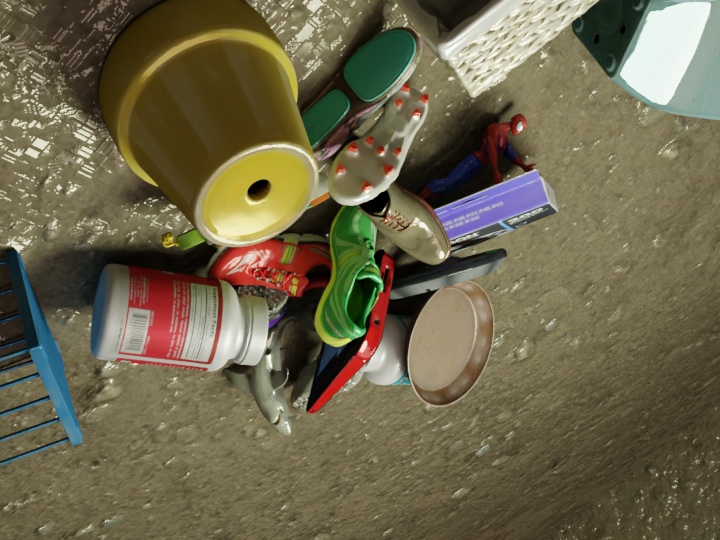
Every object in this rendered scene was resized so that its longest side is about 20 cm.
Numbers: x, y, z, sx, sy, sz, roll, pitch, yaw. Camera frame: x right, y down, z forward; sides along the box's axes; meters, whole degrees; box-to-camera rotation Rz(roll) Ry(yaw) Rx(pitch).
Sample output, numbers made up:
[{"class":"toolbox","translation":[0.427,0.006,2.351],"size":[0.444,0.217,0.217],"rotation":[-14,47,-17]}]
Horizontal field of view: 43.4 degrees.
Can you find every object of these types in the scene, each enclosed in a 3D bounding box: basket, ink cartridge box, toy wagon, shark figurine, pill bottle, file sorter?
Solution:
[{"class":"basket","translation":[0.147,-0.303,0.965],"size":[0.199,0.136,0.123],"rotation":[-38,148,7]},{"class":"ink cartridge box","translation":[0.168,-0.072,1.243],"size":[0.196,0.044,0.200],"rotation":[-21,171,16]},{"class":"toy wagon","translation":[-0.131,-0.063,1.034],"size":[0.198,0.040,0.155],"rotation":[-26,-171,-11]},{"class":"shark figurine","translation":[-0.118,0.119,1.343],"size":[0.089,0.127,0.217],"rotation":[-23,135,-61]},{"class":"pill bottle","translation":[0.066,0.127,1.451],"size":[0.198,0.111,0.111],"rotation":[7,130,-43]},{"class":"pill bottle","translation":[-0.216,0.061,1.090],"size":[0.197,0.113,0.113],"rotation":[10,130,-23]},{"class":"file sorter","translation":[-0.405,0.107,1.016],"size":[0.121,0.140,0.201],"rotation":[-18,143,-15]}]

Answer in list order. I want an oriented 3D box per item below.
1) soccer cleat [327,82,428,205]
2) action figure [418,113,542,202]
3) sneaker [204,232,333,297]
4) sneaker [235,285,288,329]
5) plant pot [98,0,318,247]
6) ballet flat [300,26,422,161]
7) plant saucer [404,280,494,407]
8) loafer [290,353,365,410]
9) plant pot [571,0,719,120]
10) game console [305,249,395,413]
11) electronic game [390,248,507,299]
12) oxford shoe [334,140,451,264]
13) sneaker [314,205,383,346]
[{"class":"soccer cleat","translation":[0.022,-0.137,1.057],"size":[0.201,0.069,0.078],"rotation":[-56,177,-34]},{"class":"action figure","translation":[0.166,-0.123,1.237],"size":[0.200,0.099,0.065],"rotation":[-46,167,13]},{"class":"sneaker","translation":[-0.103,-0.003,1.172],"size":[0.198,0.085,0.078],"rotation":[-6,136,-36]},{"class":"sneaker","translation":[-0.189,0.079,1.220],"size":[0.197,0.070,0.100],"rotation":[-18,152,-17]},{"class":"plant pot","translation":[-0.135,-0.134,0.892],"size":[0.198,0.190,0.202],"rotation":[-23,145,-17]},{"class":"ballet flat","translation":[-0.002,-0.200,1.041],"size":[0.200,0.069,0.071],"rotation":[-42,163,19]},{"class":"plant saucer","translation":[0.134,0.110,1.410],"size":[0.198,0.034,0.204],"rotation":[-15,112,-41]},{"class":"loafer","translation":[-0.051,0.154,1.384],"size":[0.069,0.071,0.200],"rotation":[22,146,-23]},{"class":"plant pot","translation":[0.380,-0.314,1.105],"size":[0.197,0.198,0.197],"rotation":[-6,139,-22]},{"class":"game console","translation":[-0.016,0.080,1.257],"size":[0.031,0.201,0.177],"rotation":[31,130,-15]},{"class":"electronic game","translation":[0.117,0.001,1.318],"size":[0.197,0.042,0.200],"rotation":[-16,180,0]},{"class":"oxford shoe","translation":[0.038,-0.069,1.129],"size":[0.200,0.075,0.070],"rotation":[42,114,-17]},{"class":"sneaker","translation":[0.000,0.000,1.167],"size":[0.083,0.203,0.074],"rotation":[-7,156,43]}]
